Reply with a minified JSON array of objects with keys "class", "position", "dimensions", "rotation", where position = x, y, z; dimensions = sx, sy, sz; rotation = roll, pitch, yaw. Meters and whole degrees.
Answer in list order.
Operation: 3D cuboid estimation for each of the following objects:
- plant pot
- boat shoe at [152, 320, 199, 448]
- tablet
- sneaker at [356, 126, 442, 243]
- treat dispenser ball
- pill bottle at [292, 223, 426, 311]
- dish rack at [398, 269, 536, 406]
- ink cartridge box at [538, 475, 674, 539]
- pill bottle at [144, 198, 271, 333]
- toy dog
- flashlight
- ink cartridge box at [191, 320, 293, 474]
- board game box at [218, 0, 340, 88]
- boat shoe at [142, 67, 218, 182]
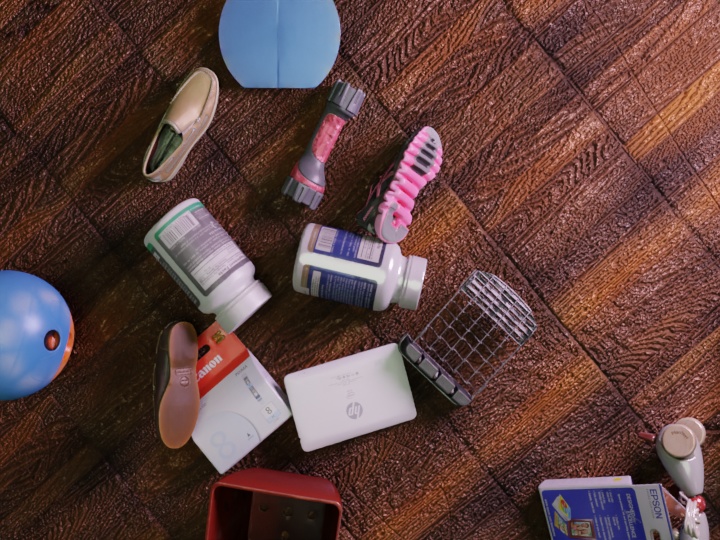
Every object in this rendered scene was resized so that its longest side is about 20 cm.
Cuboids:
[{"class":"plant pot","position":[-0.130,0.416,1.194],"dimensions":[0.197,0.176,0.203],"rotation":[8,95,3]},{"class":"boat shoe","position":[-0.303,0.184,1.228],"dimensions":[0.070,0.070,0.203],"rotation":[12,78,-37]},{"class":"tablet","position":[-0.016,0.208,1.233],"dimensions":[0.197,0.014,0.132],"rotation":[-16,94,-5]},{"class":"sneaker","position":[0.056,-0.141,1.188],"dimensions":[0.079,0.095,0.202],"rotation":[38,74,-37]},{"class":"treat dispenser ball","position":[-0.557,0.101,1.186],"dimensions":[0.197,0.201,0.204],"rotation":[0,95,4]},{"class":"pill bottle","position":[0.000,0.000,1.183],"dimensions":[0.197,0.111,0.113],"rotation":[13,95,3]},{"class":"dish rack","position":[0.176,0.106,1.208],"dimensions":[0.153,0.055,0.200],"rotation":[42,94,-4]},{"class":"ink cartridge box","position":[0.397,0.424,1.180],"dimensions":[0.198,0.047,0.201],"rotation":[-13,93,33]},{"class":"pill bottle","position":[-0.240,-0.005,1.199],"dimensions":[0.113,0.113,0.201],"rotation":[-40,91,6]},{"class":"toy dog","position":[0.485,0.324,1.175],"dimensions":[0.095,0.132,0.203],"rotation":[-7,60,35]},{"class":"flashlight","position":[-0.055,-0.199,1.193],"dimensions":[0.067,0.068,0.202],"rotation":[28,97,2]},{"class":"ink cartridge box","position":[-0.229,0.207,1.248],"dimensions":[0.160,0.047,0.201],"rotation":[-40,92,6]},{"class":"board game box","position":[-0.126,-0.372,1.201],"dimensions":[0.197,0.039,0.161],"rotation":[2,100,9]},{"class":"boat shoe","position":[-0.288,-0.232,1.202],"dimensions":[0.071,0.076,0.202],"rotation":[26,96,2]}]
